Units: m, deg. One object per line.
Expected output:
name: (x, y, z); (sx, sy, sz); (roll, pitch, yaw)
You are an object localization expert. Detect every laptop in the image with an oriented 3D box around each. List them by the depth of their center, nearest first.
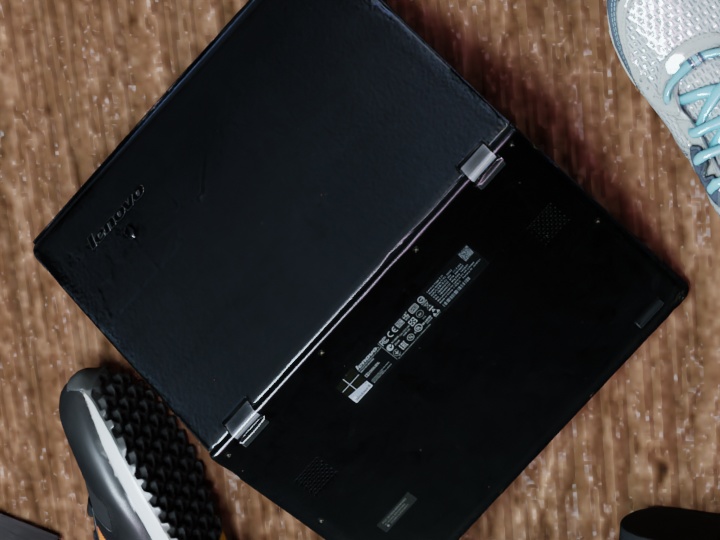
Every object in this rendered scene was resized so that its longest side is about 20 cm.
laptop: (0.000, 0.000, 1.036); (0.187, 0.116, 0.200); (-47, 123, 7)

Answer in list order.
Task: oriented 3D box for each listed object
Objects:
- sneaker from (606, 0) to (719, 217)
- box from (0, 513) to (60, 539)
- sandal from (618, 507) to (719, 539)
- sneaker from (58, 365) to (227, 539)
sneaker: (0.171, -0.048, 0.963); (0.077, 0.086, 0.200); (-36, 98, 21)
box: (-0.247, 0.197, 1.170); (0.158, 0.048, 0.201); (18, 113, 6)
sandal: (0.211, 0.119, 1.025); (0.199, 0.075, 0.045); (10, 100, 12)
sneaker: (-0.104, 0.144, 1.106); (0.090, 0.070, 0.201); (-25, 104, 17)
